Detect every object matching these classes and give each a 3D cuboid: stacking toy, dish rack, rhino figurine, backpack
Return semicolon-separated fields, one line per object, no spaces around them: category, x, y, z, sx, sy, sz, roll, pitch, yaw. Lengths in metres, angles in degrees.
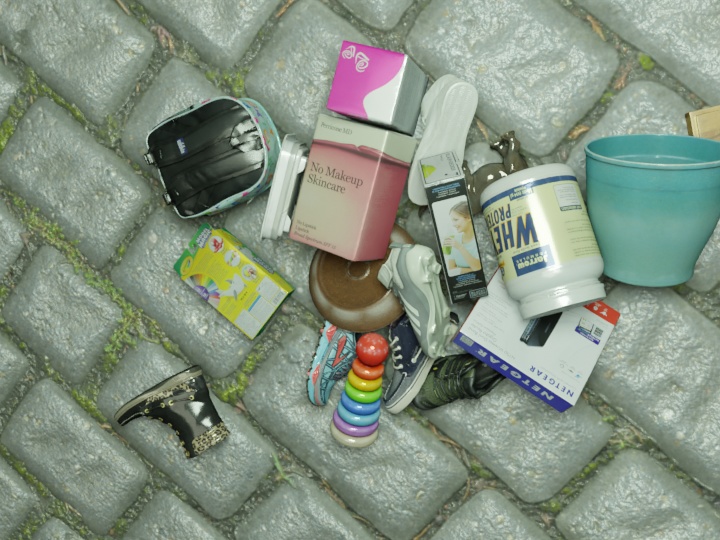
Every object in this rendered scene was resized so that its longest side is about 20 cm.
stacking toy;0.003;0.195;1.170;0.085;0.085;0.200;16;116;11
dish rack;-0.115;-0.132;1.128;0.043;0.200;0.172;16;101;-3
rhino figurine;0.178;-0.135;1.122;0.200;0.060;0.088;-30;87;17
backpack;-0.228;-0.193;1.166;0.200;0.151;0.178;-22;92;24

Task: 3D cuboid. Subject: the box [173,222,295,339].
box;-0.229;0.015;1.248;0.200;0.048;0.117;40;105;3

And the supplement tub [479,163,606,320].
supplement tub;0.268;-0.040;1.022;0.145;0.145;0.200;-18;79;15

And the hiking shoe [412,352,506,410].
hiking shoe;0.164;0.175;1.143;0.200;0.101;0.076;-31;90;16

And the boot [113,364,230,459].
boot;-0.348;0.281;1.301;0.200;0.073;0.151;-30;89;10

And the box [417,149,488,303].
box;0.140;-0.066;1.056;0.060;0.117;0.200;-13;119;6

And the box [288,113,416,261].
box;-0.012;-0.127;1.085;0.128;0.109;0.200;20;102;25

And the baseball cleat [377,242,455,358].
baseball cleat;0.085;0.043;1.087;0.106;0.070;0.200;14;126;36

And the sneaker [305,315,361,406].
sneaker;-0.032;0.149;1.200;0.095;0.079;0.200;18;101;9

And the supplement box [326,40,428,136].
supplement box;0.031;-0.271;1.066;0.101;0.200;0.104;17;101;11

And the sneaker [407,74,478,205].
sneaker;0.123;-0.209;1.108;0.074;0.116;0.200;16;113;-14

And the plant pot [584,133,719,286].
plant pot;0.419;-0.085;1.008;0.200;0.200;0.188;3;112;13

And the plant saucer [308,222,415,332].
plant saucer;0.000;0.000;1.155;0.200;0.037;0.201;-6;71;18

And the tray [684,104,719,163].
tray;0.593;-0.207;1.023;0.200;0.037;0.099;-12;94;16

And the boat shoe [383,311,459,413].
boat shoe;0.073;0.136;1.164;0.093;0.075;0.200;30;95;-16

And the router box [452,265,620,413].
router box;0.273;0.088;1.082;0.200;0.049;0.180;33;64;7
